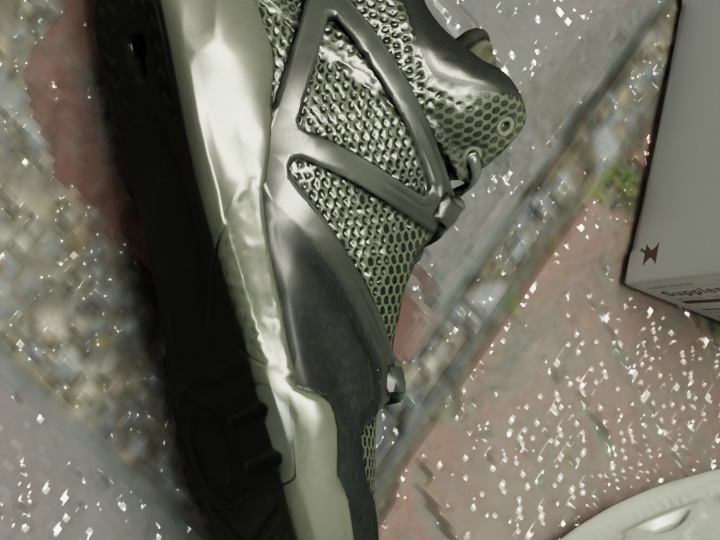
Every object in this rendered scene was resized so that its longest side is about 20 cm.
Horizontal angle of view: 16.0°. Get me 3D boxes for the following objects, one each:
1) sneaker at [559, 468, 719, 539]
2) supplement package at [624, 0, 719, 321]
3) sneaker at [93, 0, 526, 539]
[{"bbox_3d":[0.151,0.129,0.797,0.200,0.081,0.147,-21,121,-9],"label":"sneaker"},{"bbox_3d":[0.202,-0.020,0.822,0.200,0.109,0.114,19,76,-30],"label":"supplement package"},{"bbox_3d":[0.000,0.000,0.713,0.114,0.076,0.200,-9,86,-26],"label":"sneaker"}]
